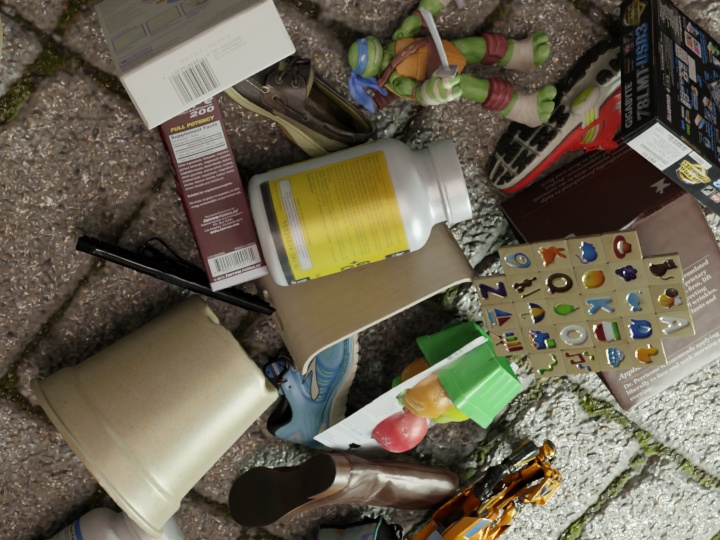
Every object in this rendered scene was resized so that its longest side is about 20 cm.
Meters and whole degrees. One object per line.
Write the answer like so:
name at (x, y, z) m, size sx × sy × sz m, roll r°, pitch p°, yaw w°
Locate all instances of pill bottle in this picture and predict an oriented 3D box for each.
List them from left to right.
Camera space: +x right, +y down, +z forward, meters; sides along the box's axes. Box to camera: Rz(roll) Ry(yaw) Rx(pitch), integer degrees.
pill bottle at (-0.283, 0.318, 1.806) m, size 0.200 × 0.112 × 0.112 m, roll -33°, pitch 119°, yaw 3°
pill bottle at (0.000, -0.062, 1.648) m, size 0.200 × 0.112 × 0.112 m, roll -15°, pitch 119°, yaw 1°

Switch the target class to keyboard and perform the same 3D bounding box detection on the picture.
keyboard at (-0.181, -0.006, 1.686) m, size 0.200 × 0.104 × 0.040 m, roll 22°, pitch 85°, yaw -24°

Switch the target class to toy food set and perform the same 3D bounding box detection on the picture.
toy food set at (0.000, 0.000, 1.715) m, size 0.200 × 0.144 × 0.060 m, roll -26°, pitch 153°, yaw -5°

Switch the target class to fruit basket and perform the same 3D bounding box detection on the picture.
fruit basket at (0.060, 0.132, 1.797) m, size 0.200 × 0.094 × 0.185 m, roll -28°, pitch 159°, yaw 10°

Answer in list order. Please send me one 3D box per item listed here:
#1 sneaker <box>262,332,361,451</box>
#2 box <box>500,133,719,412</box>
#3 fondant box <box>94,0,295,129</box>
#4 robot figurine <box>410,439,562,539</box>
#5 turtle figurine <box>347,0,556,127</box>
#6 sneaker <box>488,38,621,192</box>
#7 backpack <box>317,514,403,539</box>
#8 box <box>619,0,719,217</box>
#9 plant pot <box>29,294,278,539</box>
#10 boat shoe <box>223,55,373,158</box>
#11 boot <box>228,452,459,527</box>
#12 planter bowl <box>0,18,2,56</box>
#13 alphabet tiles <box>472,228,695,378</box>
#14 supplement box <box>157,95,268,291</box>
sneaker at (-0.053, 0.098, 1.781) m, size 0.090 × 0.078 × 0.200 m, roll 4°, pitch 114°, yaw -13°
box at (0.274, -0.001, 1.769) m, size 0.166 × 0.164 × 0.200 m, roll -30°, pitch 119°, yaw 2°
fondant box at (-0.150, -0.215, 1.528) m, size 0.144 × 0.200 × 0.058 m, roll -28°, pitch 121°, yaw -1°
robot figurine at (0.141, 0.260, 1.887) m, size 0.200 × 0.058 × 0.145 m, roll -41°, pitch 160°, yaw 7°
turtle figurine at (0.100, -0.216, 1.629) m, size 0.194 × 0.144 × 0.200 m, roll 10°, pitch 116°, yaw -24°
sneaker at (0.220, -0.140, 1.739) m, size 0.200 × 0.077 × 0.085 m, roll -41°, pitch 124°, yaw 7°
backpack at (-0.012, 0.385, 1.863) m, size 0.153 × 0.200 × 0.176 m, roll -14°, pitch 121°, yaw 9°
box at (0.334, -0.153, 1.692) m, size 0.198 × 0.200 × 0.050 m, roll 35°, pitch 131°, yaw -29°
plant pot at (-0.191, 0.128, 1.704) m, size 0.183 × 0.200 × 0.201 m, roll -39°, pitch 119°, yaw -5°
boat shoe at (-0.068, -0.176, 1.636) m, size 0.065 × 0.073 × 0.200 m, roll -27°, pitch 135°, yaw 34°
boot at (-0.016, 0.241, 1.868) m, size 0.186 × 0.064 × 0.200 m, roll -19°, pitch 160°, yaw 41°
planter bowl at (-0.396, -0.201, 1.490) m, size 0.135 × 0.200 × 0.200 m, roll 7°, pitch 117°, yaw -48°
alphabet tiles at (0.216, 0.034, 1.667) m, size 0.200 × 0.006 × 0.167 m, roll -7°, pitch 126°, yaw 18°
supplement box at (-0.148, -0.094, 1.641) m, size 0.061 × 0.109 × 0.200 m, roll -18°, pitch 118°, yaw -6°
